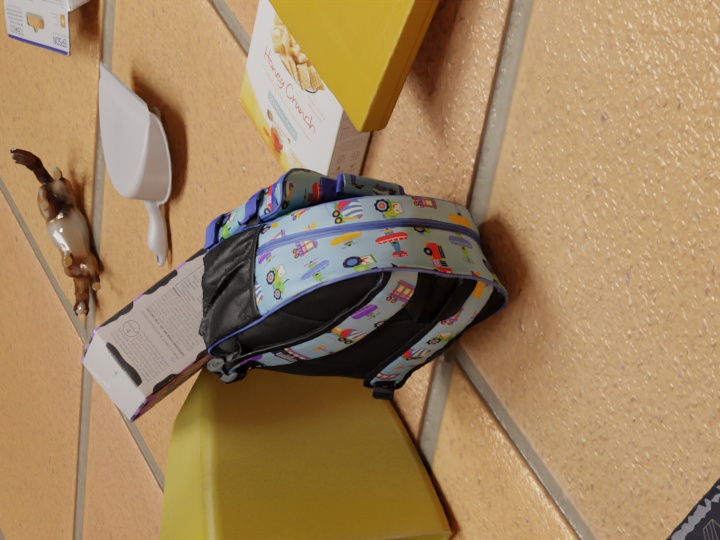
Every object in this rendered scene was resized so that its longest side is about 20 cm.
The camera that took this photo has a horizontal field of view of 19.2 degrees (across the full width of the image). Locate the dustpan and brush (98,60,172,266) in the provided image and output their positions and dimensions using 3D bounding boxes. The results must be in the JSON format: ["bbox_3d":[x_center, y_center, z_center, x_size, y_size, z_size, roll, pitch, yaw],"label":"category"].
[{"bbox_3d":[-0.212,-0.093,2.088,0.140,0.057,0.200,42,133,53],"label":"dustpan and brush"}]

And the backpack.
[{"bbox_3d":[0.000,0.000,1.520,0.200,0.182,0.135,-32,56,51],"label":"backpack"}]

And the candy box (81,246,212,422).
[{"bbox_3d":[-0.123,0.028,1.721,0.072,0.200,0.168,51,165,2],"label":"candy box"}]

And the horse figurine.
[{"bbox_3d":[-0.324,-0.046,2.332,0.133,0.050,0.200,-172,61,-83],"label":"horse figurine"}]

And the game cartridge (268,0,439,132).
[{"bbox_3d":[-0.011,-0.228,1.522,0.200,0.032,0.176,56,142,30],"label":"game cartridge"}]

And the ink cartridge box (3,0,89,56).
[{"bbox_3d":[-0.331,-0.333,2.209,0.200,0.041,0.200,24,123,59],"label":"ink cartridge box"}]

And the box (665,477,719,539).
[{"bbox_3d":[0.241,0.216,1.109,0.200,0.117,0.197,-56,50,34],"label":"box"}]

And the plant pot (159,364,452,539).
[{"bbox_3d":[-0.063,0.175,1.747,0.200,0.200,0.177,123,139,-59],"label":"plant pot"}]

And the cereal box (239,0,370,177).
[{"bbox_3d":[-0.037,-0.159,1.668,0.144,0.039,0.200,58,150,32],"label":"cereal box"}]
